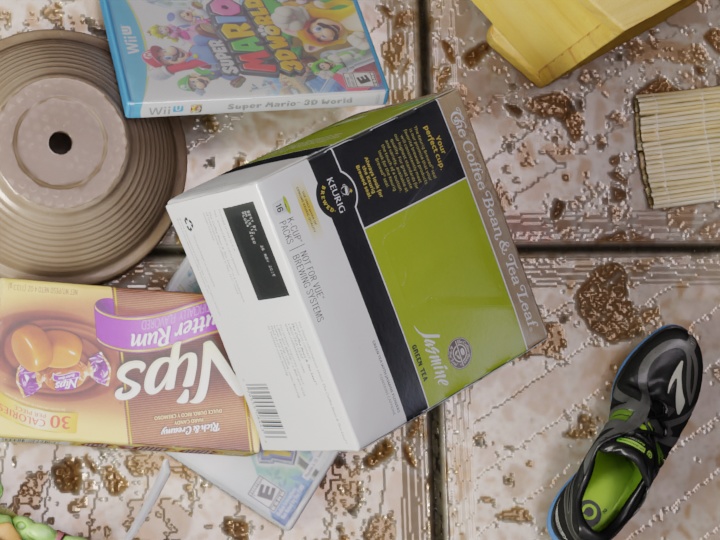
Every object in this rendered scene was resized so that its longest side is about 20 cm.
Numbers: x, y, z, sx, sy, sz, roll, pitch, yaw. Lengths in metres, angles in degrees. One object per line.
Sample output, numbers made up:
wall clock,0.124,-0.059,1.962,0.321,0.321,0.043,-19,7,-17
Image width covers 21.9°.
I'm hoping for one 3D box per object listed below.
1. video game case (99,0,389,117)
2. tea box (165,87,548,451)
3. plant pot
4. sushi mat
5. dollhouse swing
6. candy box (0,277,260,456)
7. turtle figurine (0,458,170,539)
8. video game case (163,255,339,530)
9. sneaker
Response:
video game case,-0.090,-0.174,1.417,0.199,0.018,0.144,-5,49,-16
tea box,0.000,0.000,1.348,0.196,0.133,0.201,-26,100,-33
plant pot,-0.224,-0.088,1.389,0.200,0.093,0.202,2,83,-13
sushi mat,0.324,-0.110,1.543,0.199,0.012,0.096,-8,86,-13
dollhouse swing,0.166,-0.257,1.432,0.181,0.200,0.176,-29,89,-13
candy box,-0.171,0.073,1.377,0.199,0.056,0.117,5,81,-10
turtle figurine,-0.235,0.241,1.309,0.199,0.144,0.195,-2,106,29
video game case,-0.077,0.067,1.436,0.182,0.022,0.201,34,79,-6
sneaker,0.217,0.136,1.458,0.071,0.083,0.200,33,78,-7
